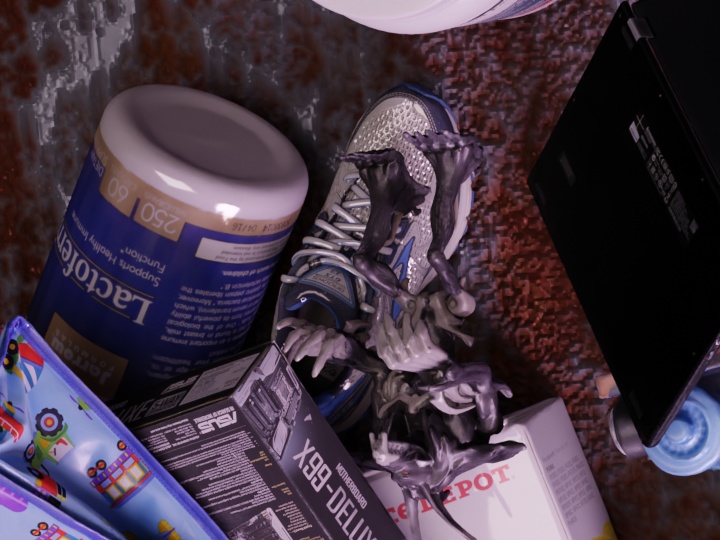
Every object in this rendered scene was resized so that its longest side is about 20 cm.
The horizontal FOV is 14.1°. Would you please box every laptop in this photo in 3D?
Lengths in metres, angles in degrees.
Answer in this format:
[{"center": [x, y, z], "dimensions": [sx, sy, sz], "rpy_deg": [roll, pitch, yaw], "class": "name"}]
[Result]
[{"center": [0.196, -0.046, 1.443], "dimensions": [0.200, 0.115, 0.188], "rpy_deg": [-63, 35, 39], "class": "laptop"}]

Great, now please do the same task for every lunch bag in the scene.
[{"center": [-0.152, 0.140, 1.461], "dimensions": [0.200, 0.094, 0.150], "rpy_deg": [39, 135, -19], "class": "lunch bag"}]

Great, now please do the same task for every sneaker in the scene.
[{"center": [0.000, 0.000, 1.535], "dimensions": [0.077, 0.085, 0.201], "rpy_deg": [21, 103, 16], "class": "sneaker"}]

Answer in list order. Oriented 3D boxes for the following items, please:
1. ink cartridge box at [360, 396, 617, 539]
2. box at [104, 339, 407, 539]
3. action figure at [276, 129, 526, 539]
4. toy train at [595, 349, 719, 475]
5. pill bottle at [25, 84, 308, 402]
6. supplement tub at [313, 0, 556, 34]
[{"center": [0.070, 0.184, 1.536], "dimensions": [0.145, 0.083, 0.201], "rpy_deg": [-21, 90, 22], "class": "ink cartridge box"}, {"center": [-0.084, 0.136, 1.498], "dimensions": [0.199, 0.050, 0.158], "rpy_deg": [-21, 111, 37], "class": "box"}, {"center": [0.019, 0.035, 1.450], "dimensions": [0.118, 0.102, 0.201], "rpy_deg": [-9, 79, 44], "class": "action figure"}, {"center": [0.212, 0.033, 1.468], "dimensions": [0.199, 0.087, 0.115], "rpy_deg": [-16, 83, 23], "class": "toy train"}, {"center": [-0.112, 0.012, 1.555], "dimensions": [0.115, 0.116, 0.201], "rpy_deg": [30, 116, 13], "class": "pill bottle"}, {"center": [0.040, -0.189, 1.433], "dimensions": [0.140, 0.200, 0.141], "rpy_deg": [3, 98, 19], "class": "supplement tub"}]
